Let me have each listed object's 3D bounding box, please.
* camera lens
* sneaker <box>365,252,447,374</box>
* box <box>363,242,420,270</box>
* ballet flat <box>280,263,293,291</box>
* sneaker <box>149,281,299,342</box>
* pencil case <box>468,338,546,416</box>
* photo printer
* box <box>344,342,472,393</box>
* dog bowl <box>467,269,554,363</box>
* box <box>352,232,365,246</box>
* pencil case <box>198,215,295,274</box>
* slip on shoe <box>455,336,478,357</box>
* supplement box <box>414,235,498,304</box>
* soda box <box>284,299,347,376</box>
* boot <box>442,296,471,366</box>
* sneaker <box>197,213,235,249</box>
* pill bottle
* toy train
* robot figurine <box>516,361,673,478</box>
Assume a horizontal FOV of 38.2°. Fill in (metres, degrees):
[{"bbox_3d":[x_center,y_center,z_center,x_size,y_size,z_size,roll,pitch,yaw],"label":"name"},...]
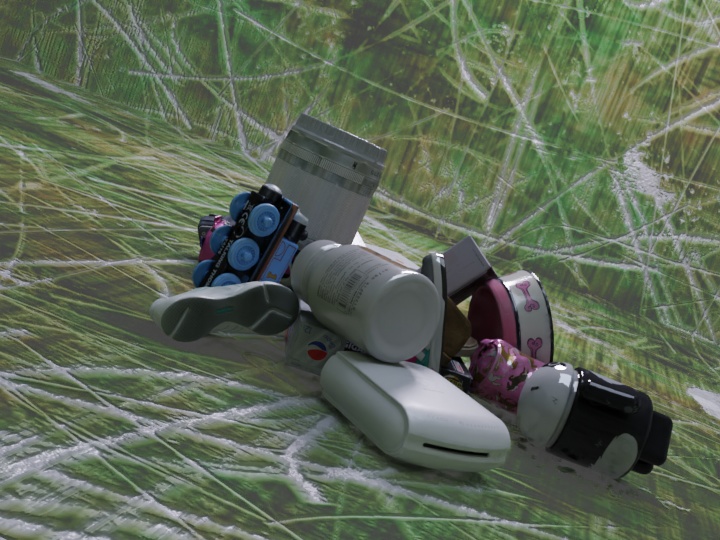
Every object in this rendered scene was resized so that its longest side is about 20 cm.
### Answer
[{"bbox_3d":[-0.064,-0.121,1.589,0.160,0.200,0.160,24,6,-3],"label":"camera lens"},{"bbox_3d":[0.048,0.072,1.371,0.121,0.200,0.084,5,0,-2],"label":"sneaker"},{"bbox_3d":[-0.003,0.004,1.890,0.200,0.098,0.124,16,11,-30],"label":"box"},{"bbox_3d":[-0.095,0.018,1.548,0.200,0.073,0.073,6,7,10],"label":"ballet flat"},{"bbox_3d":[-0.171,0.044,1.314,0.200,0.070,0.080,-2,11,-34],"label":"sneaker"},{"bbox_3d":[0.249,0.169,1.481,0.200,0.083,0.087,24,47,-15],"label":"pencil case"},{"bbox_3d":[0.066,0.166,1.204,0.166,0.069,0.200,15,11,-33],"label":"photo printer"},{"bbox_3d":[0.053,0.118,1.527,0.198,0.050,0.200,19,10,-6],"label":"box"},{"bbox_3d":[0.223,0.099,1.592,0.074,0.200,0.200,-2,15,-13],"label":"dog bowl"},{"bbox_3d":[0.000,0.000,1.622,0.039,0.041,0.200,13,32,-32],"label":"box"},{"bbox_3d":[-0.157,-0.010,1.649,0.200,0.094,0.091,22,10,4],"label":"pencil case"},{"bbox_3d":[0.084,0.071,1.518,0.200,0.061,0.076,20,10,-6],"label":"slip on shoe"},{"bbox_3d":[0.151,0.009,1.624,0.061,0.109,0.200,58,6,11],"label":"supplement box"},{"bbox_3d":[-0.062,0.083,1.416,0.068,0.063,0.200,20,10,-8],"label":"soda box"},{"bbox_3d":[0.070,0.037,1.440,0.200,0.075,0.074,43,7,0],"label":"boot"},{"bbox_3d":[-0.191,-0.089,1.721,0.146,0.202,0.077,20,25,4],"label":"sneaker"},{"bbox_3d":[-0.001,0.030,1.299,0.114,0.114,0.200,14,8,-37],"label":"pill bottle"},{"bbox_3d":[-0.146,-0.018,1.422,0.114,0.200,0.087,27,3,-40],"label":"toy train"},{"bbox_3d":[0.308,0.197,1.378,0.200,0.150,0.125,21,22,1],"label":"robot figurine"}]
